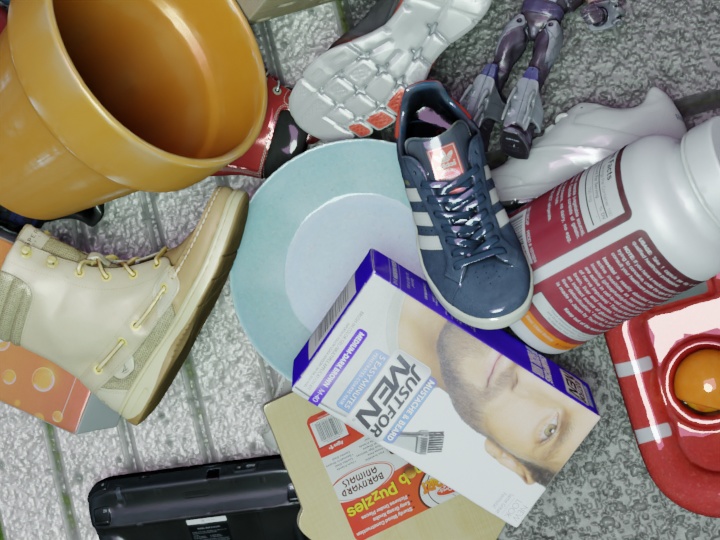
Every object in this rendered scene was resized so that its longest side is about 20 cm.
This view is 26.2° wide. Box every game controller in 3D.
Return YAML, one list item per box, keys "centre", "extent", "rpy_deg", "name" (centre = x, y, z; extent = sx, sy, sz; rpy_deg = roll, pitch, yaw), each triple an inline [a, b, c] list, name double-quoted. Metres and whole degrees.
- centre: [-0.121, 0.205, 1.261]
  extent: [0.200, 0.042, 0.104]
  rpy_deg: [-8, 124, 12]
  name: "game controller"

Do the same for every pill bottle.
- centre: [0.194, -0.027, 1.120]
  extent: [0.200, 0.113, 0.113]
  rpy_deg: [-30, 82, 34]
  name: "pill bottle"

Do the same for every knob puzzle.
- centre: [0.039, 0.159, 1.228]
  extent: [0.219, 0.030, 0.220]
  rpy_deg: [-1, 94, -13]
  name: "knob puzzle"

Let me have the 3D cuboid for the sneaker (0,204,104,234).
- centre: [-0.299, -0.070, 1.245]
  extent: [0.070, 0.200, 0.078]
  rpy_deg: [-52, 51, 48]
  name: "sneaker"

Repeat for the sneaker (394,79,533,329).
- centre: [0.066, -0.052, 1.099]
  extent: [0.075, 0.085, 0.200]
  rpy_deg: [-19, 55, -4]
  name: "sneaker"

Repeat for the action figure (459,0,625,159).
- centre: [0.137, -0.187, 1.205]
  extent: [0.130, 0.069, 0.200]
  rpy_deg: [14, 77, 29]
  name: "action figure"

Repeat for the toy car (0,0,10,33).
- centre: [-0.347, -0.176, 1.244]
  extent: [0.184, 0.200, 0.177]
  rpy_deg: [-37, 82, 9]
  name: "toy car"

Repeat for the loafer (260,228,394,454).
- centre: [-0.034, 0.051, 1.248]
  extent: [0.070, 0.070, 0.200]
  rpy_deg: [25, 87, 18]
  name: "loafer"

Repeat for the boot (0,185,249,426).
- centre: [-0.185, -0.002, 1.169]
  extent: [0.155, 0.073, 0.200]
  rpy_deg: [30, 107, 4]
  name: "boot"

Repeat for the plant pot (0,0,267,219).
- centre: [-0.203, -0.132, 1.165]
  extent: [0.183, 0.200, 0.200]
  rpy_deg: [-29, 83, 38]
  name: "plant pot"

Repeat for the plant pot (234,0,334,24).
- centre: [-0.043, -0.296, 1.172]
  extent: [0.199, 0.200, 0.177]
  rpy_deg: [-18, 94, -13]
  name: "plant pot"

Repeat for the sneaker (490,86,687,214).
- centre: [0.164, -0.082, 1.217]
  extent: [0.200, 0.075, 0.087]
  rpy_deg: [-15, 64, 11]
  name: "sneaker"

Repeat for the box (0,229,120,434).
- centre: [-0.282, 0.038, 1.279]
  extent: [0.200, 0.097, 0.125]
  rpy_deg: [22, 93, 11]
  name: "box"

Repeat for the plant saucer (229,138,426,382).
- centre: [0.000, 0.000, 1.195]
  extent: [0.201, 0.039, 0.201]
  rpy_deg: [-1, 83, 6]
  name: "plant saucer"

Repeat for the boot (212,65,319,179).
- centre: [-0.087, -0.172, 1.265]
  extent: [0.144, 0.072, 0.200]
  rpy_deg: [6, 90, 4]
  name: "boot"

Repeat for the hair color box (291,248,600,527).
- centre: [0.061, 0.086, 1.128]
  extent: [0.200, 0.065, 0.109]
  rpy_deg: [32, 105, -11]
  name: "hair color box"

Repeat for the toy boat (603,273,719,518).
- centre: [0.259, 0.086, 1.153]
  extent: [0.130, 0.131, 0.200]
  rpy_deg: [-17, 85, 11]
  name: "toy boat"

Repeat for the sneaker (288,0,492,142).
- centre: [0.029, -0.178, 1.208]
  extent: [0.200, 0.082, 0.077]
  rpy_deg: [-38, 107, 22]
  name: "sneaker"
